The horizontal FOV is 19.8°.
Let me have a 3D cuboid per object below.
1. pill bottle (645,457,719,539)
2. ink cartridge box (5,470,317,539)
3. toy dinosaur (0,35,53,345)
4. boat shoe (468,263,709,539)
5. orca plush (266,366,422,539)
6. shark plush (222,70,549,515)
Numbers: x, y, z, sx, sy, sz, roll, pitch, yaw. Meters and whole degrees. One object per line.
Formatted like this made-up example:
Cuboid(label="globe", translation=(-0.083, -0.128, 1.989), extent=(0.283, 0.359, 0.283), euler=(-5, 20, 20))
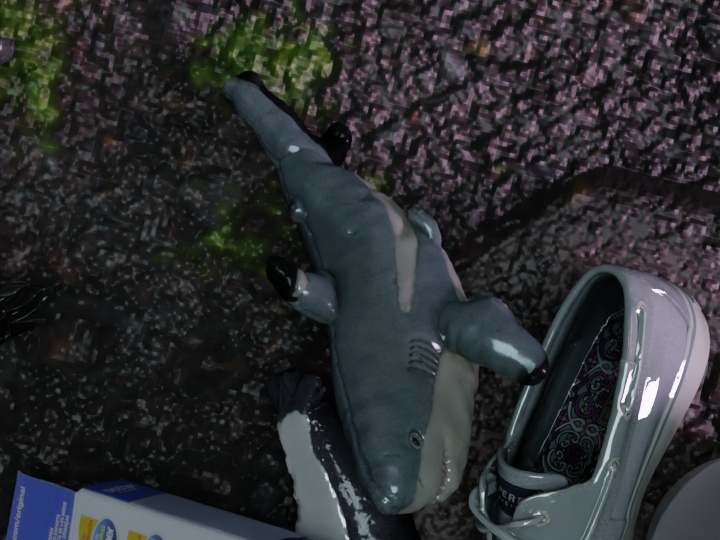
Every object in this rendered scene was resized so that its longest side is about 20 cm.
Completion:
Cuboid(label="pill bottle", translation=(0.172, 0.127, 0.804), extent=(0.114, 0.200, 0.115), euler=(0, 91, -2))
Cuboid(label="ink cartridge box", translation=(-0.061, 0.160, 0.843), extent=(0.199, 0.042, 0.120), euler=(13, 99, 23))
Cuboid(label="toy dinosaur", translation=(-0.206, -0.015, 0.853), extent=(0.136, 0.102, 0.200), euler=(37, 104, 21))
Cuboid(label="boat shoe", translation=(0.077, 0.090, 0.854), extent=(0.071, 0.070, 0.201), euler=(27, 84, -45))
Cuboid(label="orca plush", translation=(0.005, 0.136, 0.882), extent=(0.105, 0.071, 0.201), euler=(-28, 80, 43))
Cuboid(label="shark plush", translation=(0.000, 0.000, 0.841), extent=(0.083, 0.091, 0.201), euler=(-11, 78, -40))
